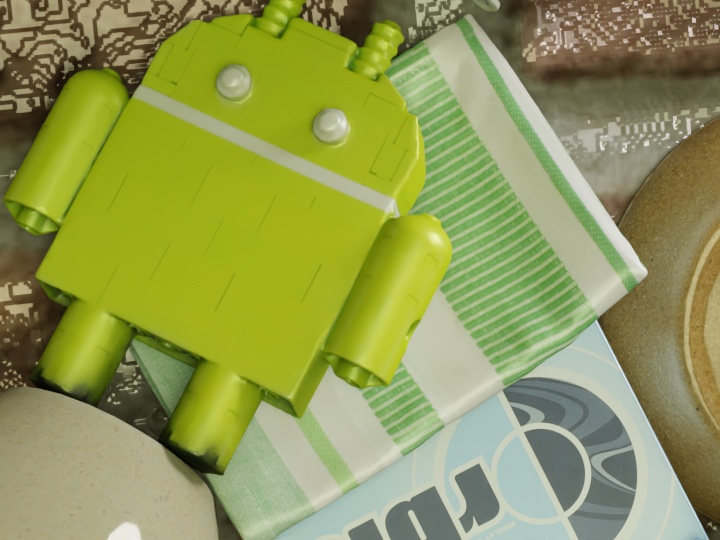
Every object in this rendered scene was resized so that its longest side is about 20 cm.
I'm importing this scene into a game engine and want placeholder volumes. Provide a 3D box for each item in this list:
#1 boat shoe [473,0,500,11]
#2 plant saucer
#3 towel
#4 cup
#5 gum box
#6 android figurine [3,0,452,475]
[{"bbox_3d":[0.050,-0.143,1.159,0.201,0.075,0.087,0,101,-18],"label":"boat shoe"},{"bbox_3d":[0.203,0.023,1.296,0.199,0.035,0.202,-1,97,-8],"label":"plant saucer"},{"bbox_3d":[0.000,0.000,1.234,0.199,0.023,0.153,-32,71,-5],"label":"towel"},{"bbox_3d":[-0.133,0.134,1.197,0.200,0.200,0.144,32,69,-10],"label":"cup"},{"bbox_3d":[0.045,0.103,1.252,0.169,0.045,0.201,-27,82,-4],"label":"gum box"},{"bbox_3d":[-0.050,-0.023,1.217,0.181,0.041,0.201,26,79,15],"label":"android figurine"}]
